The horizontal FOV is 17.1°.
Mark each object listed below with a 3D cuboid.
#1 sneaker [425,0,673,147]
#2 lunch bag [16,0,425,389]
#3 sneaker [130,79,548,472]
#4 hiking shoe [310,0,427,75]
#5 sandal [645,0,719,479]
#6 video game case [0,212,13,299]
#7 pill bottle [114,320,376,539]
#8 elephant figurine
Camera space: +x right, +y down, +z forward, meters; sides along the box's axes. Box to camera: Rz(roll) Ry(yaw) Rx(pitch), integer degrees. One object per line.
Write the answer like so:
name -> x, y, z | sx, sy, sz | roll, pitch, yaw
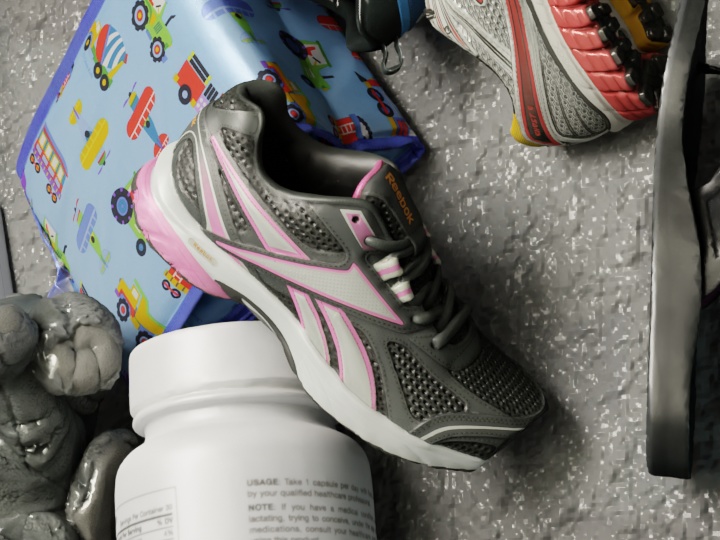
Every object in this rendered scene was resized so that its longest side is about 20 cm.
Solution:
sneaker -> 0.050, -0.138, 1.013 | 0.082, 0.078, 0.201 | -28, 94, 35
lunch bag -> -0.091, -0.046, 1.131 | 0.200, 0.094, 0.151 | -49, 59, 27
sneaker -> 0.000, 0.000, 0.996 | 0.200, 0.080, 0.086 | 36, 124, -4
hiking shoe -> -0.043, -0.175, 1.077 | 0.200, 0.074, 0.087 | 33, 66, 14
sandal -> 0.143, -0.016, 0.971 | 0.048, 0.075, 0.202 | 2, 87, 10
video game case -> -0.243, 0.086, 1.240 | 0.182, 0.022, 0.201 | -25, 65, 29
pill bottle -> -0.048, 0.130, 1.033 | 0.113, 0.113, 0.201 | -15, 71, 32
elephant figurine -> -0.160, 0.116, 1.099 | 0.141, 0.155, 0.201 | -8, 95, 49
